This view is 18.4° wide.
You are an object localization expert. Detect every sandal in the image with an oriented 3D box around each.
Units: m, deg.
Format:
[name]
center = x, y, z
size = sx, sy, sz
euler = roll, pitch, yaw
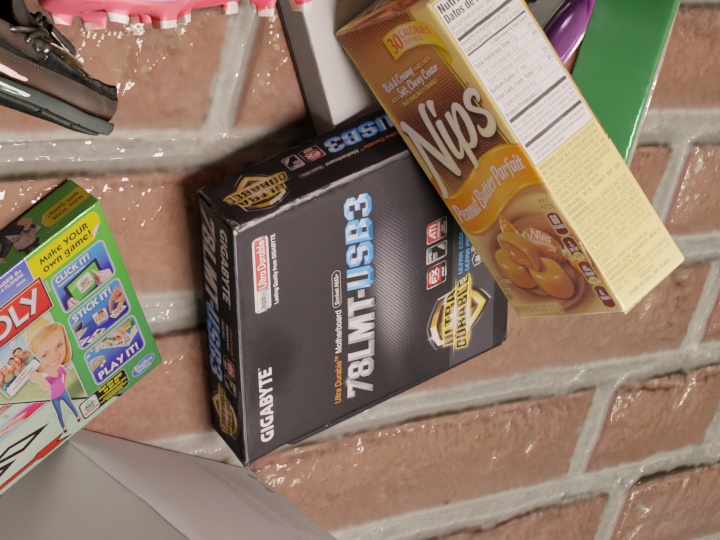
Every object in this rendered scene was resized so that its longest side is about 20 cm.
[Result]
[sandal]
center = 0.099, -0.093, 1.384
size = 0.082, 0.050, 0.203
euler = -11, 133, -52

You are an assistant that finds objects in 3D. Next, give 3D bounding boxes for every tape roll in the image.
[tape roll]
center = 0.155, -0.104, 1.378
size = 0.200, 0.048, 0.201
euler = 19, 90, -83

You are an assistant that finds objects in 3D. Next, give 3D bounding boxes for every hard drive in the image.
[hard drive]
center = 0.041, -0.171, 1.297
size = 0.200, 0.026, 0.132
euler = -40, 141, -21

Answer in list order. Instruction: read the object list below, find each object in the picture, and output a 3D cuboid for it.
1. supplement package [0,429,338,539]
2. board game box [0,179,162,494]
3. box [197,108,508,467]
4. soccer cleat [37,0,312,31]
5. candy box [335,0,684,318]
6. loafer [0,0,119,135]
[supplement package]
center = -0.097, 0.208, 1.285
size = 0.200, 0.191, 0.148
euler = 21, 100, -53
[board game box]
center = -0.204, 0.061, 1.187
size = 0.200, 0.029, 0.135
euler = -40, 142, -21
[box]
center = 0.000, 0.000, 1.329
size = 0.198, 0.050, 0.201
euler = -25, 138, -26
[soccer cleat]
center = -0.091, -0.162, 1.114
size = 0.200, 0.066, 0.077
euler = -14, 104, -52
[candy box]
center = 0.081, -0.069, 1.219
size = 0.055, 0.115, 0.200
euler = -40, 104, -23
[loafer]
center = -0.182, -0.117, 1.046
size = 0.200, 0.072, 0.063
euler = 20, 89, -50
